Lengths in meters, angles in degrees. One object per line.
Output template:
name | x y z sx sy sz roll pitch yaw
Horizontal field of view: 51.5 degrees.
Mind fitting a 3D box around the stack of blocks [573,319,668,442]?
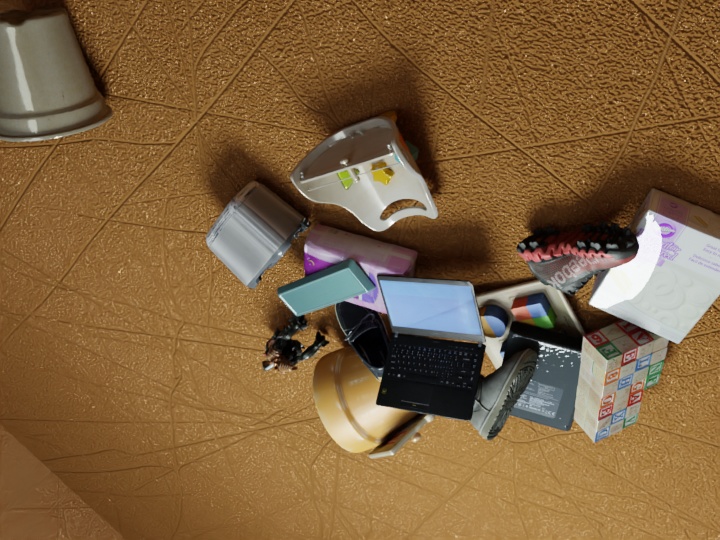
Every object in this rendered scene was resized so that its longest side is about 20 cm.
stack of blocks | 0.411 0.171 1.187 0.059 0.115 0.200 -125 21 -46

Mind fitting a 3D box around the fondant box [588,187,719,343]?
fondant box | 0.434 -0.002 1.059 0.144 0.058 0.200 25 136 9

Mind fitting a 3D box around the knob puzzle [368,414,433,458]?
knob puzzle | 0.113 0.292 1.426 0.030 0.220 0.220 48 138 5

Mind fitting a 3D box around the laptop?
laptop | 0.100 0.122 1.204 0.177 0.200 0.103 3 160 34

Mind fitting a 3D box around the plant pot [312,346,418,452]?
plant pot | 0.041 0.223 1.420 0.183 0.200 0.200 -26 114 26

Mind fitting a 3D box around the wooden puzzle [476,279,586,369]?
wooden puzzle | 0.276 0.108 1.264 0.200 0.046 0.185 -13 121 39

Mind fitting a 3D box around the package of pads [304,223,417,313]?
package of pads | 0.000 0.000 1.306 0.200 0.076 0.121 17 133 17

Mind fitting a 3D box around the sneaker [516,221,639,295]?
sneaker | 0.319 -0.014 1.072 0.200 0.071 0.098 -3 118 56

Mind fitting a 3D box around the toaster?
toaster | -0.185 -0.068 1.325 0.129 0.114 0.200 41 139 -6

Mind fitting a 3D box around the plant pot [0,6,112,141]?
plant pot | -0.535 -0.335 1.245 0.200 0.200 0.184 9 121 24

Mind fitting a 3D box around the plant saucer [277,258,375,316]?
plant saucer | -0.066 0.036 1.309 0.200 0.019 0.070 -20 117 42

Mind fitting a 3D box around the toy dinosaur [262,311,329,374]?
toy dinosaur | -0.139 0.162 1.488 0.102 0.136 0.200 48 180 -38

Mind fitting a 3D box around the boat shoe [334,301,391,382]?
boat shoe | 0.010 0.114 1.351 0.075 0.200 0.062 -34 146 3

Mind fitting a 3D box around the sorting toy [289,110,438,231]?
sorting toy | 0.030 -0.134 1.153 0.200 0.107 0.180 -11 130 37

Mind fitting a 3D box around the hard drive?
hard drive | 0.307 0.182 1.262 0.139 0.033 0.200 15 133 14

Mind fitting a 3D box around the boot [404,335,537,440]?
boot | 0.173 0.163 1.249 0.200 0.073 0.182 37 103 35
